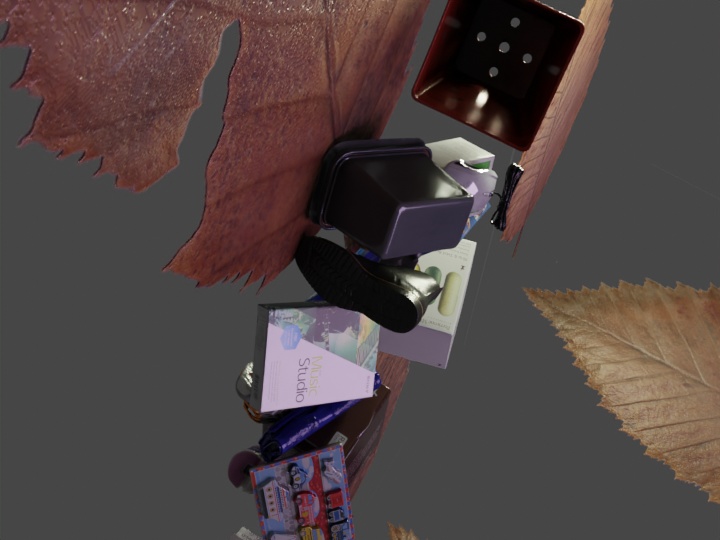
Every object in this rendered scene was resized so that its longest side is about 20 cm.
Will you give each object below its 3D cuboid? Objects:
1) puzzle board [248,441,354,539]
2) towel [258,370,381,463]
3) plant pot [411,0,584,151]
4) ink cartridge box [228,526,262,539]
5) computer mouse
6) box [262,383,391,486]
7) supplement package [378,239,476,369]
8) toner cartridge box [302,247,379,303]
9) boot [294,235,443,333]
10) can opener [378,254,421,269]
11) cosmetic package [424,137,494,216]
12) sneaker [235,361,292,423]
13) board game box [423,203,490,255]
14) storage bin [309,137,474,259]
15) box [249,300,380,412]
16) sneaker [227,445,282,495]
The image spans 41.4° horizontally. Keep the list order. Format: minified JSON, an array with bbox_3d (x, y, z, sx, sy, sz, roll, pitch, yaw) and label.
[{"bbox_3d":[-0.088,0.372,1.501,0.148,0.017,0.204,-14,120,-13],"label":"puzzle board"},{"bbox_3d":[-0.068,0.219,1.474,0.198,0.050,0.148,-32,174,-23],"label":"towel"},{"bbox_3d":[0.215,-0.331,1.458,0.203,0.197,0.177,-66,175,24],"label":"plant pot"},{"bbox_3d":[-0.209,0.576,1.812,0.067,0.116,0.203,-40,156,-55],"label":"ink cartridge box"},{"bbox_3d":[0.190,-0.122,1.490,0.198,0.044,0.112,4,113,-49],"label":"computer mouse"},{"bbox_3d":[-0.063,0.272,1.652,0.167,0.162,0.202,-50,162,-32],"label":"box"},{"bbox_3d":[0.121,0.050,1.806,0.152,0.149,0.203,92,14,-61],"label":"supplement package"},{"bbox_3d":[0.000,0.000,1.488,0.200,0.043,0.095,-44,-171,-36],"label":"toner cartridge box"},{"bbox_3d":[0.015,0.008,1.351,0.078,0.198,0.138,-60,168,25],"label":"boot"},{"bbox_3d":[0.076,-0.043,1.428,0.202,0.053,0.067,-59,176,2],"label":"can opener"},{"bbox_3d":[0.109,-0.134,1.496,0.198,0.084,0.110,-19,130,-40],"label":"cosmetic package"},{"bbox_3d":[-0.142,0.192,1.413,0.077,0.079,0.200,-42,160,3],"label":"sneaker"},{"bbox_3d":[0.117,-0.067,1.664,0.198,0.035,0.135,-20,-163,41],"label":"board game box"},{"bbox_3d":[0.049,-0.081,1.288,0.197,0.134,0.148,-8,127,-42],"label":"storage bin"},{"bbox_3d":[-0.060,0.116,1.344,0.197,0.036,0.148,-3,104,-38],"label":"box"},{"bbox_3d":[-0.125,0.353,1.568,0.081,0.199,0.089,-53,-176,6],"label":"sneaker"}]
